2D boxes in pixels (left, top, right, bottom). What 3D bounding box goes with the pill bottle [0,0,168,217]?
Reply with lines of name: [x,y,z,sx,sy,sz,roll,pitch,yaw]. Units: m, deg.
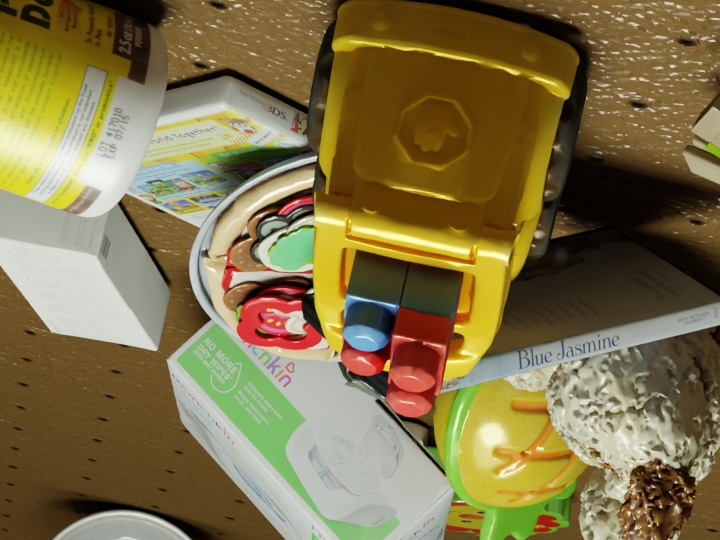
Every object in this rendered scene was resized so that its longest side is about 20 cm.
pill bottle: [-0.208,-0.107,1.357,0.199,0.110,0.109,19,162,-20]

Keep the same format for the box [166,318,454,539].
box: [-0.033,0.125,1.842,0.200,0.097,0.177,47,169,11]

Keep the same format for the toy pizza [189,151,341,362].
toy pizza: [0.000,0.000,1.529,0.199,0.032,0.201,-4,142,-3]

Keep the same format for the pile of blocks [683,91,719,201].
pile of blocks: [0.215,-0.056,1.305,0.082,0.062,0.200,26,166,25]

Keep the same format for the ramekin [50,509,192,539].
ramekin: [-0.248,0.348,2.707,0.199,0.201,0.105,14,172,-4]

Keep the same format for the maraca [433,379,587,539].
maraca: [0.110,0.106,1.742,0.107,0.137,0.200,38,158,35]

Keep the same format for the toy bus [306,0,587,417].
toy bus: [0.031,-0.011,1.327,0.135,0.193,0.200,10,155,3]

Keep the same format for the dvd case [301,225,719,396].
dvd case: [0.082,0.021,1.447,0.199,0.018,0.143,-13,-158,-18]

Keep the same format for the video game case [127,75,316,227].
video game case: [-0.068,-0.059,1.558,0.182,0.023,0.200,25,160,-34]

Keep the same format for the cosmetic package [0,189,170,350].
cosmetic package: [-0.189,-0.004,1.772,0.082,0.051,0.200,8,162,10]

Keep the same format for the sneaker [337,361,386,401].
sneaker: [0.012,0.049,1.703,0.066,0.091,0.200,-13,159,3]

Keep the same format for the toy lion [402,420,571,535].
toy lion: [0.085,0.184,2.165,0.191,0.069,0.200,8,163,-8]

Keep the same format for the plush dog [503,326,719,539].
plush dog: [0.167,0.076,1.561,0.160,0.201,0.172,-28,177,14]
